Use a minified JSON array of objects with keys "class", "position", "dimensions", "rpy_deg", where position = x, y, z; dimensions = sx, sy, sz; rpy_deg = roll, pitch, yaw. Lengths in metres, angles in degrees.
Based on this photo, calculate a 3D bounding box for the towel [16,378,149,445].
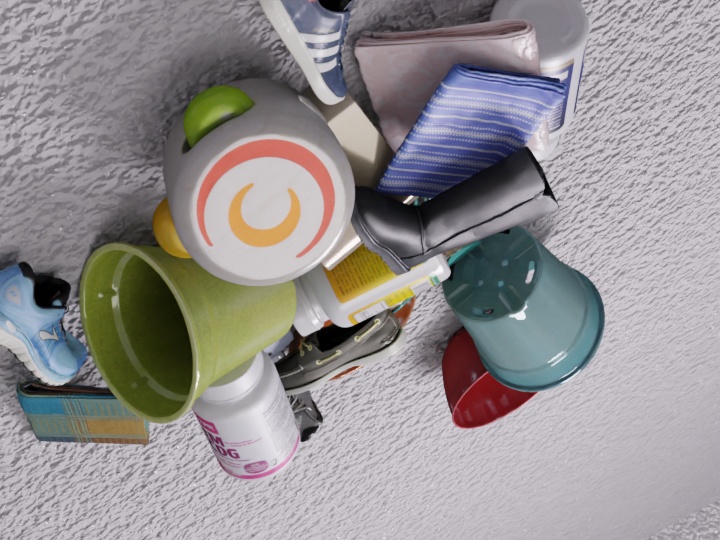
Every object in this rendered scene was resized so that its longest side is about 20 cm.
[{"class":"towel","position":[-0.321,0.169,1.583],"dimensions":[0.145,0.022,0.200],"rpy_deg":[3,158,-5]}]

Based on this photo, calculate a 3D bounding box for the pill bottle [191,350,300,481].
[{"class":"pill bottle","position":[-0.148,0.161,1.646],"dimensions":[0.113,0.114,0.201],"rpy_deg":[-28,139,-10]}]

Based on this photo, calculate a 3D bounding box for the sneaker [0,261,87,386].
[{"class":"sneaker","position":[-0.336,0.055,1.436],"dimensions":[0.090,0.079,0.200],"rpy_deg":[-36,151,-2]}]

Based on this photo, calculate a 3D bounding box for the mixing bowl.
[{"class":"mixing bowl","position":[0.200,0.140,2.074],"dimensions":[0.199,0.109,0.201],"rpy_deg":[-25,149,-16]}]

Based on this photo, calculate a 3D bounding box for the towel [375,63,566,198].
[{"class":"towel","position":[0.117,-0.140,1.436],"dimensions":[0.143,0.024,0.201],"rpy_deg":[4,141,-27]}]

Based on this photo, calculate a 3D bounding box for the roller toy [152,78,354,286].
[{"class":"roller toy","position":[-0.105,-0.089,1.348],"dimensions":[0.180,0.140,0.202],"rpy_deg":[9,115,-19]}]

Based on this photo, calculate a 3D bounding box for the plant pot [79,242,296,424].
[{"class":"plant pot","position":[-0.177,0.042,1.486],"dimensions":[0.183,0.201,0.201],"rpy_deg":[-23,151,-42]}]

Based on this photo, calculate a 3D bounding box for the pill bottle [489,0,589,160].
[{"class":"pill bottle","position":[0.195,-0.216,1.532],"dimensions":[0.110,0.112,0.201],"rpy_deg":[-26,150,-14]}]

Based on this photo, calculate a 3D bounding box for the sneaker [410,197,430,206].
[{"class":"sneaker","position":[0.036,-0.103,1.575],"dimensions":[0.198,0.080,0.076],"rpy_deg":[-26,152,-11]}]

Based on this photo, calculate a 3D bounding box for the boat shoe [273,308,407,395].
[{"class":"boat shoe","position":[-0.041,0.099,1.714],"dimensions":[0.200,0.072,0.061],"rpy_deg":[-23,118,17]}]

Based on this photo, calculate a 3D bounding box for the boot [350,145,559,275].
[{"class":"boot","position":[0.099,-0.077,1.448],"dimensions":[0.198,0.066,0.165],"rpy_deg":[-21,153,16]}]

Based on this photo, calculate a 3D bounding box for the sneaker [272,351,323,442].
[{"class":"sneaker","position":[-0.101,0.171,1.805],"dimensions":[0.075,0.116,0.200],"rpy_deg":[-39,151,10]}]

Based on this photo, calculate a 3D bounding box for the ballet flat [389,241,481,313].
[{"class":"ballet flat","position":[0.084,-0.016,1.754],"dimensions":[0.200,0.064,0.076],"rpy_deg":[-36,176,-39]}]

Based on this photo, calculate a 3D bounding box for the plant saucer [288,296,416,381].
[{"class":"plant saucer","position":[-0.013,0.069,1.814],"dimensions":[0.199,0.032,0.201],"rpy_deg":[-28,147,-20]}]

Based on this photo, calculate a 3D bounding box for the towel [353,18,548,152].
[{"class":"towel","position":[0.103,-0.193,1.452],"dimensions":[0.189,0.033,0.201],"rpy_deg":[-1,150,13]}]

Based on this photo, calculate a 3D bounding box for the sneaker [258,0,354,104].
[{"class":"sneaker","position":[-0.034,-0.237,1.304],"dimensions":[0.084,0.075,0.200],"rpy_deg":[-31,151,4]}]

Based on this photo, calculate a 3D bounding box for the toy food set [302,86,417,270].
[{"class":"toy food set","position":[-0.032,-0.106,1.485],"dimensions":[0.143,0.061,0.200],"rpy_deg":[-38,132,4]}]

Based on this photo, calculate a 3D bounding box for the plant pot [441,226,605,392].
[{"class":"plant pot","position":[0.217,0.042,1.876],"dimensions":[0.200,0.201,0.196],"rpy_deg":[-38,144,8]}]

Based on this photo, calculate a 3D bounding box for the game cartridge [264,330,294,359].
[{"class":"game cartridge","position":[-0.185,0.100,1.675],"dimensions":[0.199,0.042,0.134],"rpy_deg":[-30,144,-6]}]

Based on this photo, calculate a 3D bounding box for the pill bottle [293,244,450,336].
[{"class":"pill bottle","position":[0.000,0.000,1.645],"dimensions":[0.198,0.114,0.113],"rpy_deg":[-27,152,5]}]
